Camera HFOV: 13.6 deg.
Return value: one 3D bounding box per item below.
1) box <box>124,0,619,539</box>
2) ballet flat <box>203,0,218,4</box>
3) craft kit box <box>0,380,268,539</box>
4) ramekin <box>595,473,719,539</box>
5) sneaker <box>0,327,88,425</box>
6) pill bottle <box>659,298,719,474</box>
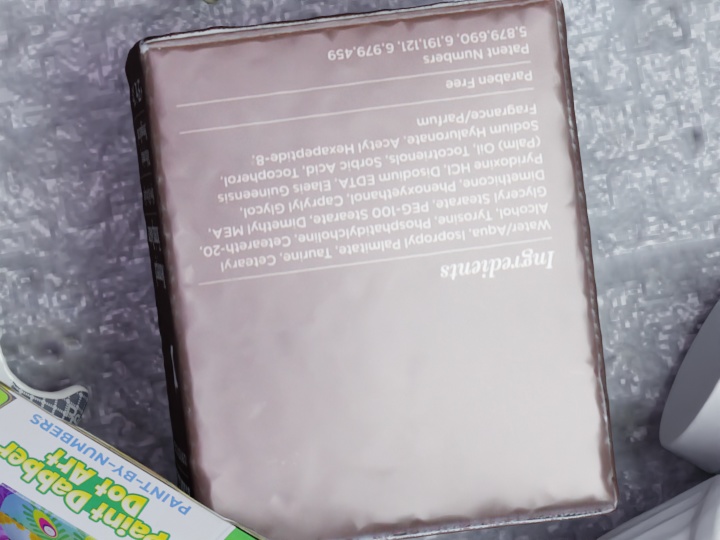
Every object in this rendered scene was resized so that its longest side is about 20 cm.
[{"bbox_3d":[0.000,0.000,1.196,0.164,0.166,0.201,-7,91,-6],"label":"box"},{"bbox_3d":[-0.080,-0.210,1.241,0.069,0.069,0.201,2,89,-5],"label":"ballet flat"},{"bbox_3d":[-0.115,0.137,1.156,0.197,0.200,0.049,31,51,16],"label":"craft kit box"},{"bbox_3d":[0.157,0.171,1.139,0.098,0.200,0.201,-26,95,33],"label":"ramekin"},{"bbox_3d":[-0.205,0.019,1.233,0.200,0.076,0.081,43,76,-9],"label":"sneaker"},{"bbox_3d":[0.230,0.081,1.246,0.200,0.111,0.112,27,89,-5],"label":"pill bottle"}]
